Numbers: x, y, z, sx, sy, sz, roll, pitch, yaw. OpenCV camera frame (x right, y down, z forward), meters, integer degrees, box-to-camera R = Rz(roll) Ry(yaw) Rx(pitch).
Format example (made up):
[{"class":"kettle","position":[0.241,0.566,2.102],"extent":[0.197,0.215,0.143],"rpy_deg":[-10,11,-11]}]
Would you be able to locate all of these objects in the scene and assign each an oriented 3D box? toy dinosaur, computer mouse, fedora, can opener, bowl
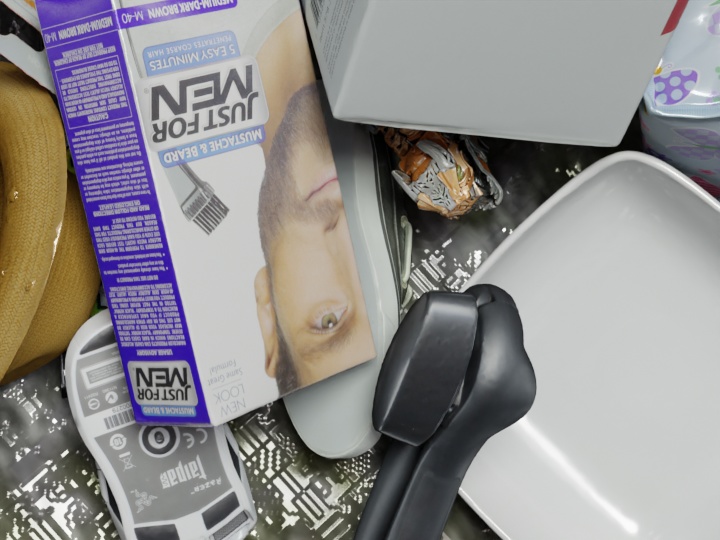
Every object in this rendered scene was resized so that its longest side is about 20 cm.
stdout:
[{"class":"toy dinosaur","position":[0.030,-0.118,0.832],"extent":[0.136,0.102,0.200],"rpy_deg":[-3,78,-40]},{"class":"computer mouse","position":[-0.088,0.108,0.800],"extent":[0.110,0.044,0.200],"rpy_deg":[-18,100,-8]},{"class":"fedora","position":[-0.185,0.001,0.785],"extent":[0.082,0.200,0.201],"rpy_deg":[20,70,-46]},{"class":"can opener","position":[0.029,0.096,0.795],"extent":[0.079,0.063,0.200],"rpy_deg":[13,114,-13]},{"class":"bowl","position":[0.142,0.059,0.823],"extent":[0.200,0.075,0.200],"rpy_deg":[44,106,5]}]

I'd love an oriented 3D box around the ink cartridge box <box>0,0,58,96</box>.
[{"class":"ink cartridge box","position":[-0.187,-0.168,0.775],"extent":[0.047,0.160,0.200],"rpy_deg":[-27,49,24]}]

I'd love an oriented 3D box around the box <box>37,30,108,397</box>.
[{"class":"box","position":[-0.109,-0.038,0.850],"extent":[0.110,0.035,0.200],"rpy_deg":[-3,78,-11]}]

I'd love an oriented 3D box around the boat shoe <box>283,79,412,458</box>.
[{"class":"boat shoe","position":[0.000,0.000,0.840],"extent":[0.064,0.071,0.200],"rpy_deg":[18,64,-50]}]

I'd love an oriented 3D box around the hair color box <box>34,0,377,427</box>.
[{"class":"hair color box","position":[-0.068,-0.039,0.741],"extent":[0.109,0.065,0.200],"rpy_deg":[-21,103,-43]}]

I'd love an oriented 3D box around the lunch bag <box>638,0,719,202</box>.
[{"class":"lunch bag","position":[0.240,-0.107,0.793],"extent":[0.200,0.170,0.127],"rpy_deg":[1,79,13]}]

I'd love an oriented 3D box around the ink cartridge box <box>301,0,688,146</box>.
[{"class":"ink cartridge box","position":[0.053,-0.178,0.744],"extent":[0.144,0.145,0.200],"rpy_deg":[3,43,-19]}]

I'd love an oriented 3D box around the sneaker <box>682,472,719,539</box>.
[{"class":"sneaker","position":[0.257,0.077,0.848],"extent":[0.200,0.115,0.076],"rpy_deg":[-42,87,-16]}]
